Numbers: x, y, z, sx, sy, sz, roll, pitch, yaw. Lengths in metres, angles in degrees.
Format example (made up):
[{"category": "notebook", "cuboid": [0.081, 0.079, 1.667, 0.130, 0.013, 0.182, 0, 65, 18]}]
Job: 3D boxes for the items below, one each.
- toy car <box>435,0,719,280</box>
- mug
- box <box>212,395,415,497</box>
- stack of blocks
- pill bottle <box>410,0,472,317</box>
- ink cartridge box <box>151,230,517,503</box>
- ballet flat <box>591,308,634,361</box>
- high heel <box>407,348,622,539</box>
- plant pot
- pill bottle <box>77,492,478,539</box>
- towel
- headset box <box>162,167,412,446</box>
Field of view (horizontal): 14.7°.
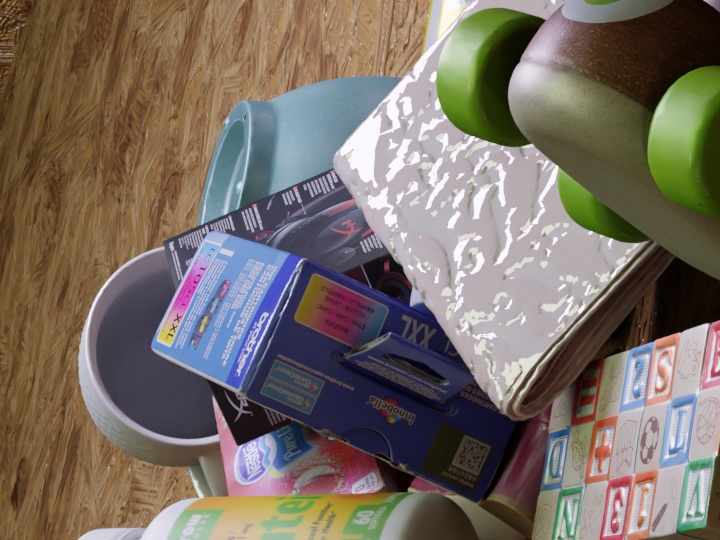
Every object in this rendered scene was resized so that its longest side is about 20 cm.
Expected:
[{"category": "toy car", "cuboid": [0.160, -0.105, 1.105, 0.164, 0.158, 0.200, 22, 79, 52]}, {"category": "mug", "cuboid": [-0.126, 0.096, 2.042, 0.175, 0.147, 0.200, 125, 125, -74]}, {"category": "box", "cuboid": [-0.011, 0.125, 1.552, 0.095, 0.100, 0.200, -34, 27, 9]}, {"category": "stack of blocks", "cuboid": [0.135, 0.092, 1.167, 0.200, 0.058, 0.115, 151, 131, -71]}, {"category": "pill bottle", "cuboid": [0.079, -0.070, 1.424, 0.109, 0.109, 0.200, 152, 129, -71]}, {"category": "ink cartridge box", "cuboid": [-0.005, 0.046, 1.361, 0.076, 0.136, 0.200, -65, 19, -1]}, {"category": "ballet flat", "cuboid": [0.119, -0.051, 1.323, 0.071, 0.071, 0.200, 157, 126, -73]}, {"category": "high heel", "cuboid": [0.081, 0.088, 1.406, 0.096, 0.067, 0.200, -57, 0, -13]}, {"category": "plant pot", "cuboid": [-0.026, -0.034, 1.747, 0.200, 0.134, 0.201, -168, 90, -76]}, {"category": "pill bottle", "cuboid": [-0.047, 0.168, 1.384, 0.111, 0.200, 0.111, 14, -106, -62]}, {"category": "towel", "cuboid": [0.090, -0.058, 1.271, 0.191, 0.032, 0.200, -47, 42, 12]}, {"category": "headset box", "cuboid": [0.000, 0.000, 1.552, 0.149, 0.200, 0.075, -115, 1, -66]}]
